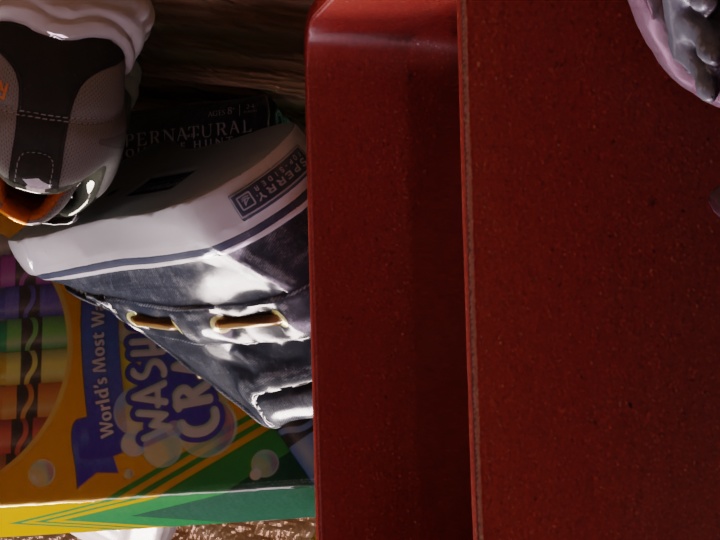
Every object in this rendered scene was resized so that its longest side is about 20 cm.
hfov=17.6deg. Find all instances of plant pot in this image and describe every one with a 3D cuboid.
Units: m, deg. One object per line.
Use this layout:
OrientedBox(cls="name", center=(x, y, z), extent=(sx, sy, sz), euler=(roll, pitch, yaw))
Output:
OrientedBox(cls="plant pot", center=(0.089, 0.010, 0.631), extent=(0.175, 0.201, 0.200), euler=(-1, 175, -12))

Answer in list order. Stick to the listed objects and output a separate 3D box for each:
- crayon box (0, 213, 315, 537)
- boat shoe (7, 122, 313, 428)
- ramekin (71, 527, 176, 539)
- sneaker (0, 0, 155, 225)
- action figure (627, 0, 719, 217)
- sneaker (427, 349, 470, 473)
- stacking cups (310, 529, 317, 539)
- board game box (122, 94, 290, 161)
OrientedBox(cls="crayon box", center=(-0.104, 0.036, 0.908), extent=(0.199, 0.126, 0.052), euler=(-5, 159, 8))
OrientedBox(cls="boat shoe", center=(-0.057, 0.007, 0.814), extent=(0.071, 0.091, 0.200), euler=(-36, -165, -23))
OrientedBox(cls="ramekin", center=(-0.120, 0.057, 1.257), extent=(0.094, 0.203, 0.202), euler=(21, 173, 0))
OrientedBox(cls="sneaker", center=(-0.114, -0.052, 0.800), extent=(0.074, 0.080, 0.200), euler=(9, 175, -7))
OrientedBox(cls="action figure", center=(0.168, -0.032, 0.476), extent=(0.199, 0.134, 0.149), euler=(-15, -147, -3))
OrientedBox(cls="sneaker", center=(0.104, 0.035, 0.787), extent=(0.199, 0.076, 0.105), euler=(-19, 160, -18))
OrientedBox(cls="stacking cups", center=(0.047, 0.041, 0.837), extent=(0.060, 0.200, 0.061), euler=(32, -175, -3))
OrientedBox(cls="board game box", center=(-0.115, -0.031, 0.968), extent=(0.199, 0.028, 0.135), euler=(-6, 165, 12))
